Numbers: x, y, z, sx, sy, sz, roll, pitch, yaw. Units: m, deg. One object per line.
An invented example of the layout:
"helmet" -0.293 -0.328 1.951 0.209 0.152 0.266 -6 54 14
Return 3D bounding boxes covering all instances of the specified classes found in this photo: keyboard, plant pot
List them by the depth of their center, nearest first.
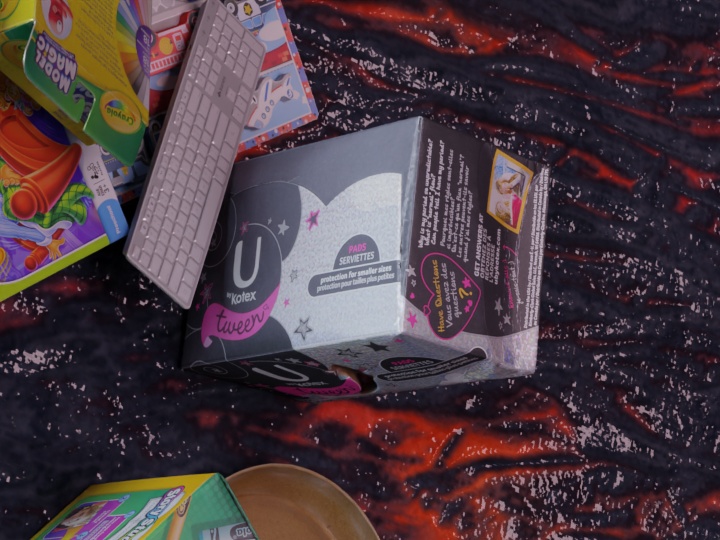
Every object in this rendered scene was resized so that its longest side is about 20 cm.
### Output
"keyboard" -0.096 -0.073 1.508 0.056 0.011 0.201 38 50 -31
"plant pot" -0.055 0.218 1.534 0.199 0.027 0.202 7 79 -43

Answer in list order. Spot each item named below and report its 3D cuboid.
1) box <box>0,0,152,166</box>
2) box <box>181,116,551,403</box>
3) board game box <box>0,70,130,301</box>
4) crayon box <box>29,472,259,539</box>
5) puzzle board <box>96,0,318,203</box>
"box" -0.163 -0.162 1.418 0.117 0.048 0.201 44 36 -49
"box" 0.000 0.000 1.500 0.114 0.199 0.133 18 71 -38
"board game box" -0.223 -0.085 1.410 0.134 0.045 0.201 -31 105 -42
"crayon box" -0.159 0.190 1.375 0.200 0.118 0.059 -42 112 -39
"puzzle board" -0.115 -0.135 1.540 0.199 0.017 0.152 -27 102 -43
